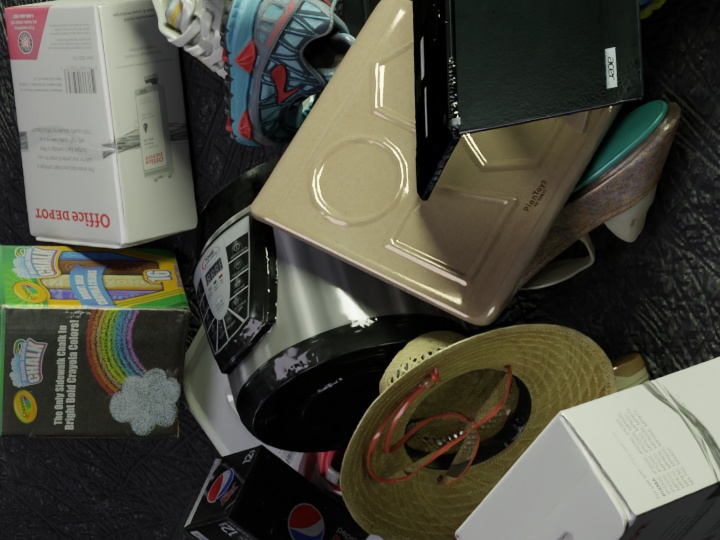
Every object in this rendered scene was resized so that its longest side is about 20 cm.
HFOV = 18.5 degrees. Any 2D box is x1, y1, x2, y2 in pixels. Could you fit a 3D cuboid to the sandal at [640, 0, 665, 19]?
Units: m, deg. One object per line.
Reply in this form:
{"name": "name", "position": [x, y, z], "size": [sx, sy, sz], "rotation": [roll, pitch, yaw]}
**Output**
{"name": "sandal", "position": [0.175, -0.203, 1.370], "size": [0.200, 0.087, 0.080], "rotation": [-27, 83, 51]}

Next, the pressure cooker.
{"name": "pressure cooker", "position": [-0.026, 0.008, 1.552], "size": [0.179, 0.175, 0.201], "rotation": [66, -173, -63]}

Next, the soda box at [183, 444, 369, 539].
{"name": "soda box", "position": [-0.033, 0.217, 1.668], "size": [0.200, 0.071, 0.063], "rotation": [40, 146, -23]}

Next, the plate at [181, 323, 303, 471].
{"name": "plate", "position": [-0.078, 0.102, 1.800], "size": [0.200, 0.032, 0.200], "rotation": [53, 135, 24]}

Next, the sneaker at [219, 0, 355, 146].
{"name": "sneaker", "position": [-0.046, -0.141, 1.567], "size": [0.095, 0.080, 0.200], "rotation": [13, 156, 8]}

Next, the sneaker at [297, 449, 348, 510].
{"name": "sneaker", "position": [-0.015, 0.143, 1.679], "size": [0.074, 0.087, 0.201], "rotation": [27, 126, 9]}

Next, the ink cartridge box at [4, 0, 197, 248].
{"name": "ink cartridge box", "position": [-0.219, -0.127, 1.853], "size": [0.146, 0.083, 0.201], "rotation": [6, 105, 48]}

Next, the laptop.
{"name": "laptop", "position": [0.097, -0.155, 1.360], "size": [0.200, 0.103, 0.178], "rotation": [115, 155, -72]}

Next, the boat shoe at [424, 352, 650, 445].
{"name": "boat shoe", "position": [0.117, 0.120, 1.522], "size": [0.199, 0.072, 0.065], "rotation": [-24, 93, 27]}

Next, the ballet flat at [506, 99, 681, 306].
{"name": "ballet flat", "position": [0.146, -0.039, 1.463], "size": [0.200, 0.068, 0.067], "rotation": [-34, 112, 28]}

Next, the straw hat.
{"name": "straw hat", "position": [0.061, 0.085, 1.439], "size": [0.085, 0.200, 0.202], "rotation": [53, 137, 45]}

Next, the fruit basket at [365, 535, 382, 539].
{"name": "fruit basket", "position": [0.080, 0.237, 1.552], "size": [0.185, 0.094, 0.200], "rotation": [-45, 41, 5]}

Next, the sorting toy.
{"name": "sorting toy", "position": [0.051, -0.073, 1.457], "size": [0.199, 0.186, 0.037], "rotation": [24, 164, 26]}

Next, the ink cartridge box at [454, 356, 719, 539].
{"name": "ink cartridge box", "position": [0.178, 0.134, 1.378], "size": [0.083, 0.199, 0.147], "rotation": [56, 136, 21]}

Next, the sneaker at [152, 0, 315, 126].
{"name": "sneaker", "position": [-0.107, -0.184, 1.708], "size": [0.200, 0.081, 0.077], "rotation": [54, 134, 22]}

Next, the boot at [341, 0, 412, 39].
{"name": "boot", "position": [0.043, -0.168, 1.547], "size": [0.165, 0.065, 0.201], "rotation": [22, 115, 53]}

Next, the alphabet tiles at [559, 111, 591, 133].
{"name": "alphabet tiles", "position": [0.101, -0.207, 1.396], "size": [0.200, 0.008, 0.168], "rotation": [43, 131, 41]}

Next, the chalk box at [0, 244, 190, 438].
{"name": "chalk box", "position": [-0.250, 0.058, 1.831], "size": [0.124, 0.199, 0.125], "rotation": [-111, 26, -64]}
